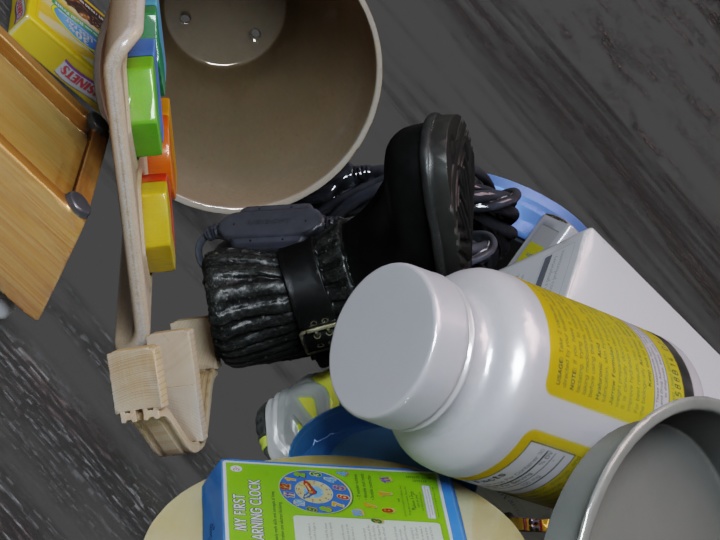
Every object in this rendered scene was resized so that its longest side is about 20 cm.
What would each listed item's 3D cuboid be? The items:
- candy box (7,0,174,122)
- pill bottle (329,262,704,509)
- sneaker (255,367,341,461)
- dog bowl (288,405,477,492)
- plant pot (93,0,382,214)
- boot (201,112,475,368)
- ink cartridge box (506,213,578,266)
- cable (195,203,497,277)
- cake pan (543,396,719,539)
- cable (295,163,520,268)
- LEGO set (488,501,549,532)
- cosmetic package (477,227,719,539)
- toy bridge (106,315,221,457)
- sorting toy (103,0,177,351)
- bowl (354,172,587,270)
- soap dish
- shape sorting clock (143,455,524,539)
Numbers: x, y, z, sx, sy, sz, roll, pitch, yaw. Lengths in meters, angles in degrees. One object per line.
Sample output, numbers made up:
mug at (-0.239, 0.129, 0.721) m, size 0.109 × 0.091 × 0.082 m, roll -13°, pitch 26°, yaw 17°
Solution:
candy box at (-0.167, -0.133, 1.378) m, size 0.200 × 0.026 × 0.103 m, roll 41°, pitch 23°, yaw -27°
pill bottle at (0.083, 0.063, 1.035) m, size 0.199 × 0.111 × 0.112 m, roll 21°, pitch 31°, yaw -39°
sneaker at (0.022, 0.145, 1.177) m, size 0.200 × 0.076 × 0.075 m, roll 50°, pitch 15°, yaw -7°
dog bowl at (0.007, 0.148, 1.061) m, size 0.201 × 0.110 × 0.050 m, roll -71°, pitch 163°, yaw -57°
plant pot at (-0.087, -0.160, 1.333) m, size 0.187 × 0.187 × 0.200 m, roll 43°, pitch 10°, yaw -18°
boot at (-0.015, -0.009, 1.098) m, size 0.212 × 0.156 × 0.080 m, roll 87°, pitch 6°, yaw -53°
ink cartridge box at (0.147, 0.096, 1.432) m, size 0.197 × 0.201 × 0.047 m, roll 40°, pitch -3°, yaw -31°
cable at (0.000, 0.000, 1.287) m, size 0.163 × 0.198 × 0.051 m, roll 38°, pitch 51°, yaw -60°
cake pan at (0.158, 0.165, 0.999) m, size 0.199 × 0.037 × 0.203 m, roll -1°, pitch 92°, yaw -45°
cable at (0.026, -0.024, 1.365) m, size 0.163 × 0.198 × 0.051 m, roll 43°, pitch 45°, yaw -47°
LEGO set at (0.128, 0.221, 1.142) m, size 0.200 × 0.115 × 0.155 m, roll 43°, pitch 45°, yaw -40°
cosmetic package at (0.126, 0.107, 1.266) m, size 0.199 × 0.199 × 0.124 m, roll 42°, pitch 49°, yaw -22°
toy bridge at (-0.101, 0.066, 1.067) m, size 0.200 × 0.027 × 0.068 m, roll -32°, pitch 114°, yaw -84°
sorting toy at (-0.126, -0.079, 1.129) m, size 0.036 × 0.202 × 0.186 m, roll -1°, pitch 29°, yaw -5°
bowl at (0.087, -0.006, 1.498) m, size 0.200 × 0.200 × 0.040 m, roll 38°, pitch 56°, yaw -32°
soap dish at (-0.222, -0.084, 1.039) m, size 0.200 × 0.081 × 0.158 m, roll 45°, pitch 17°, yaw -19°
shape sorting clock at (-0.012, 0.149, 0.975) m, size 0.198 × 0.040 × 0.200 m, roll 6°, pitch 25°, yaw -3°
